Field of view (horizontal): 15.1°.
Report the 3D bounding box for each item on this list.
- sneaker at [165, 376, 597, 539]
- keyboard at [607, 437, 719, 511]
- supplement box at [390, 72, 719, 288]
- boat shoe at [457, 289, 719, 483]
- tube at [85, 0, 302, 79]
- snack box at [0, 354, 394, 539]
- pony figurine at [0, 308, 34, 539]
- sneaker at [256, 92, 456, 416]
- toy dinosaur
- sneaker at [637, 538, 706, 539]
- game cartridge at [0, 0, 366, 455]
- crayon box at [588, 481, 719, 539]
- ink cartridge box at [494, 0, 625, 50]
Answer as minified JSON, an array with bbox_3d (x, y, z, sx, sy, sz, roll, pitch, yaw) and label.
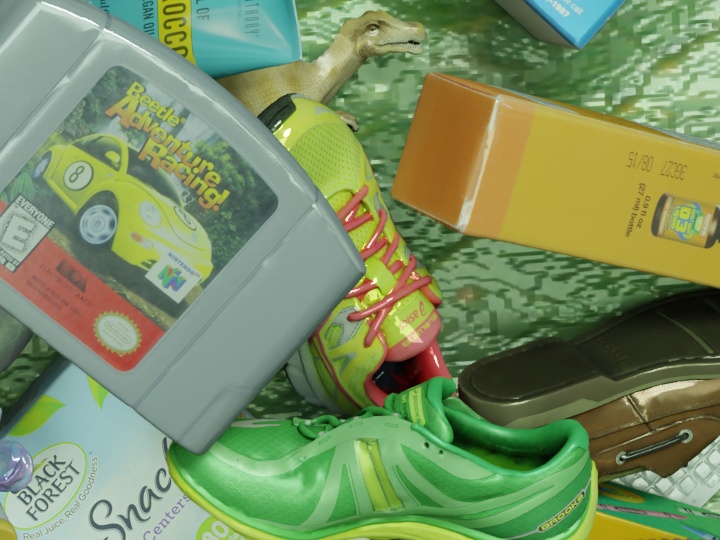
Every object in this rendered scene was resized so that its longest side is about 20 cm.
[{"bbox_3d":[0.011,0.083,1.242,0.200,0.074,0.084,6,118,-7],"label":"sneaker"},{"bbox_3d":[0.201,0.049,1.359,0.200,0.011,0.056,-45,100,2],"label":"keyboard"},{"bbox_3d":[0.117,-0.038,1.271,0.200,0.069,0.067,12,98,-32],"label":"supplement box"},{"bbox_3d":[0.142,0.062,1.321,0.200,0.072,0.068,-11,117,-11],"label":"boat shoe"},{"bbox_3d":[-0.116,-0.104,1.244,0.200,0.050,0.078,-15,70,23],"label":"tube"},{"bbox_3d":[-0.101,0.142,1.317,0.200,0.068,0.169,41,93,-8],"label":"snack box"},{"bbox_3d":[-0.213,0.057,1.220,0.166,0.200,0.193,13,114,-33],"label":"pony figurine"},{"bbox_3d":[0.000,0.000,1.251,0.078,0.090,0.200,-44,138,-20],"label":"sneaker"},{"bbox_3d":[-0.057,-0.061,1.273,0.200,0.058,0.101,-30,131,-31],"label":"toy dinosaur"},{"bbox_3d":[0.111,0.188,1.277,0.200,0.070,0.109,-3,101,6],"label":"sneaker"},{"bbox_3d":[-0.102,-0.027,1.169,0.200,0.041,0.133,39,97,-15],"label":"game cartridge"},{"bbox_3d":[0.178,0.186,1.347,0.200,0.058,0.119,16,104,-7],"label":"crayon box"},{"bbox_3d":[0.108,-0.225,1.265,0.146,0.084,0.200,42,89,-10],"label":"ink cartridge box"}]
